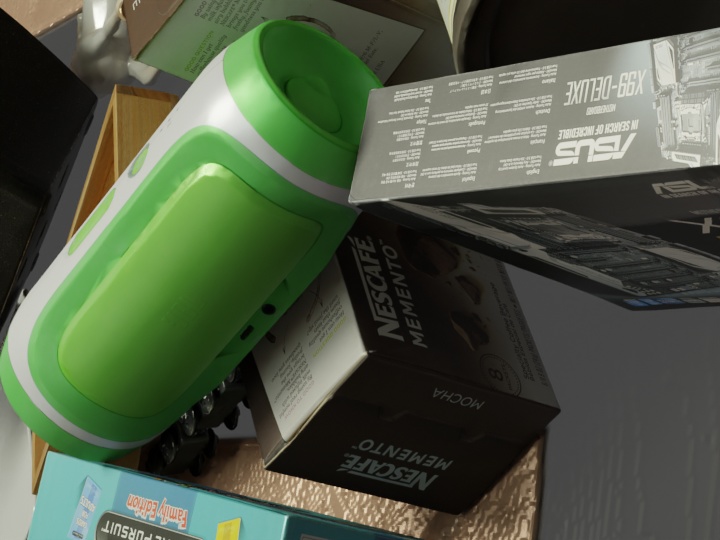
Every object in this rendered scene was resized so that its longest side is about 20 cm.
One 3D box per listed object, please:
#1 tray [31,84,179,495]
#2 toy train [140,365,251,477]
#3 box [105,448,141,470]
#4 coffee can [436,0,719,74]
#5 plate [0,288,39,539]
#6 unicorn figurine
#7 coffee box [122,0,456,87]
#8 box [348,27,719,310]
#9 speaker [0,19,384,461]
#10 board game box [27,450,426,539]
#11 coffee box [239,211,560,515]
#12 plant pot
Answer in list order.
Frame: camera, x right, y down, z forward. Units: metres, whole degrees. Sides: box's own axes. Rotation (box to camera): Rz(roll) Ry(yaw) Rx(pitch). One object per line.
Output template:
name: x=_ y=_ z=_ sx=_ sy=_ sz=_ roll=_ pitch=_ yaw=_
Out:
tray: x=-0.129 y=0.015 z=1.002 sx=0.201 sy=0.037 sz=0.099 roll=114 pitch=157 yaw=-43
toy train: x=-0.076 y=0.056 z=1.004 sx=0.200 sy=0.034 sz=0.046 roll=-52 pitch=50 yaw=56
box: x=-0.147 y=0.061 z=1.124 sx=0.163 sy=0.021 sz=0.202 roll=159 pitch=123 yaw=-65
coffee can: x=0.087 y=-0.170 z=0.829 sx=0.146 sy=0.146 sz=0.201 roll=-46 pitch=43 yaw=32
plate: x=-0.209 y=0.147 z=1.155 sx=0.201 sy=0.032 sz=0.200 roll=-105 pitch=35 yaw=-53
unicorn figurine: x=-0.158 y=-0.155 z=1.236 sx=0.137 sy=0.074 sz=0.201 roll=-24 pitch=42 yaw=58
coffee box: x=-0.006 y=-0.125 z=0.890 sx=0.080 sy=0.199 sz=0.115 roll=-45 pitch=43 yaw=32
box: x=0.117 y=-0.030 z=0.718 sx=0.199 sy=0.157 sz=0.050 roll=-3 pitch=73 yaw=52
speaker: x=-0.069 y=-0.009 z=0.824 sx=0.200 sy=0.088 sz=0.089 roll=-47 pitch=42 yaw=30
board game box: x=-0.031 y=0.126 z=0.856 sx=0.199 sy=0.150 sz=0.047 roll=4 pitch=78 yaw=55
coffee box: x=0.000 y=0.000 z=0.903 sx=0.080 sy=0.112 sz=0.201 roll=-47 pitch=41 yaw=30
plant pot: x=-0.264 y=-0.057 z=1.152 sx=0.200 sy=0.176 sz=0.201 roll=-79 pitch=13 yaw=-61
